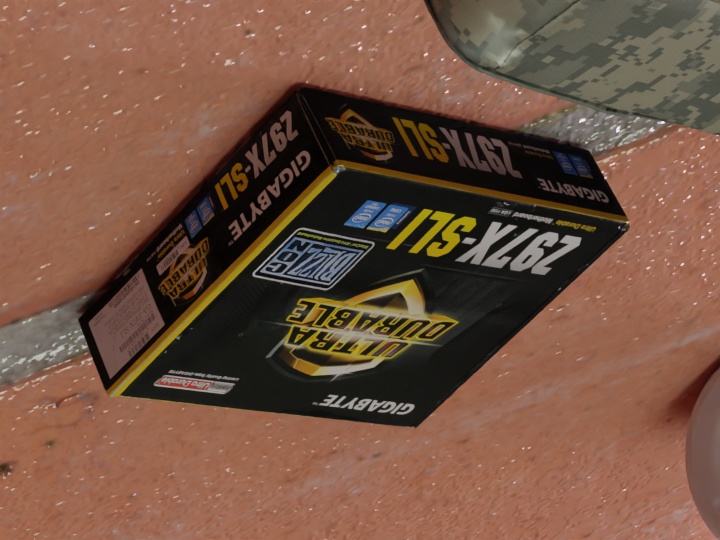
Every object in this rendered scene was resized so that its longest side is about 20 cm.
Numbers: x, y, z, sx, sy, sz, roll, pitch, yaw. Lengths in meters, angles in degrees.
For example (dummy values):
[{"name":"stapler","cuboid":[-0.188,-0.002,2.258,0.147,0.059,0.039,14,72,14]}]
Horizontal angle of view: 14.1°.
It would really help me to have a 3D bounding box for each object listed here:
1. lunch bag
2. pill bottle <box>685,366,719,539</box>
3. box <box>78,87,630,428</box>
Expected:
[{"name":"lunch bag","cuboid":[0.125,-0.152,1.027,0.199,0.140,0.168,13,139,-44]},{"name":"pill bottle","cuboid":[0.284,0.104,1.606,0.199,0.120,0.120,7,137,-45]},{"name":"box","cuboid":[0.000,0.000,1.278,0.200,0.049,0.160,10,133,-47]}]
